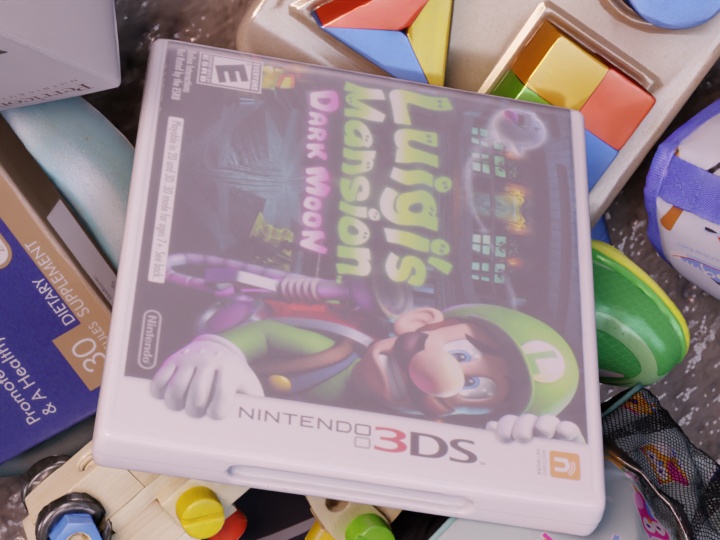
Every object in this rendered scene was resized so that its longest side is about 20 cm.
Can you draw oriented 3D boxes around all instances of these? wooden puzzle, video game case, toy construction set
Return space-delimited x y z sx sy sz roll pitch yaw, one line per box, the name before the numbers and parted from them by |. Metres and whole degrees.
wooden puzzle | 0.074 -0.123 0.850 0.185 0.046 0.200 32 98 -18
video game case | 0.000 0.000 0.769 0.181 0.201 0.023 9 139 -8
toy construction set | -0.057 0.107 0.816 0.200 0.092 0.131 -47 119 -13

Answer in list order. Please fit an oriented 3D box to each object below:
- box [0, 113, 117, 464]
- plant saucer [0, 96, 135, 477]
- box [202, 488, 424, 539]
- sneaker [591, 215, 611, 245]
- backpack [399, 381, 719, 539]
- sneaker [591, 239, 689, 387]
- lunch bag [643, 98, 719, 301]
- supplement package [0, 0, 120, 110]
box | -0.189 0.034 0.808 0.200 0.032 0.121 -28 109 22
plant saucer | -0.170 0.005 0.824 0.199 0.027 0.201 3 118 6
box | -0.034 0.130 0.937 0.147 0.104 0.201 -5 110 -21
sneaker | 0.079 -0.076 0.928 0.077 0.076 0.200 -32 119 -5
backpack | 0.072 0.154 0.797 0.200 0.153 0.176 -6 138 -55
sneaker | 0.039 0.020 0.864 0.199 0.084 0.074 15 141 -3
lunch bag | 0.239 -0.009 0.928 0.200 0.170 0.124 11 103 -57
supplement package | -0.175 -0.123 0.670 0.116 0.200 0.118 -10 82 18
